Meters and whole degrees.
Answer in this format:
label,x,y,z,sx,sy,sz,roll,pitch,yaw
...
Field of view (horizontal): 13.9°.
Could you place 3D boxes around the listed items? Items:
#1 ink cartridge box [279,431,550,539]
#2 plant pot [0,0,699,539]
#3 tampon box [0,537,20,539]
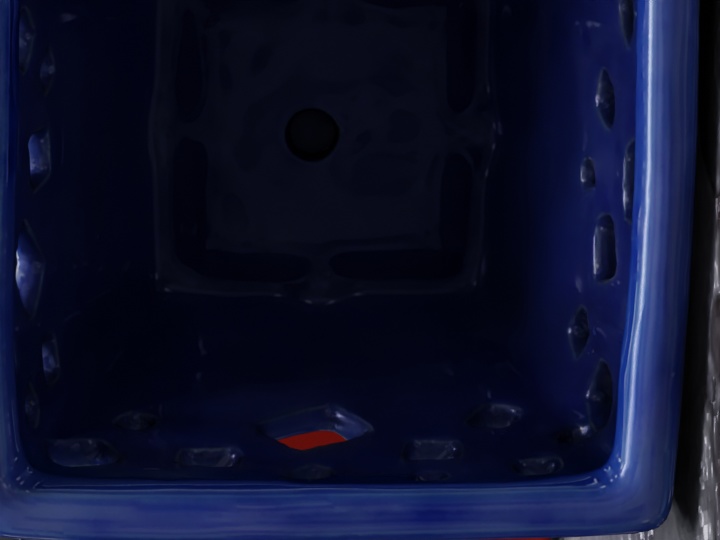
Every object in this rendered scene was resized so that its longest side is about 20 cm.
label,x,y,z,sx,sy,sz,roll,pitch,yaw
ink cartridge box,-0.013,0.014,0.978,0.047,0.160,0.200,109,161,-74
plant pot,-0.011,-0.037,0.865,0.180,0.200,0.200,-96,7,-81
tampon box,-0.114,0.038,1.111,0.200,0.150,0.126,60,146,29
